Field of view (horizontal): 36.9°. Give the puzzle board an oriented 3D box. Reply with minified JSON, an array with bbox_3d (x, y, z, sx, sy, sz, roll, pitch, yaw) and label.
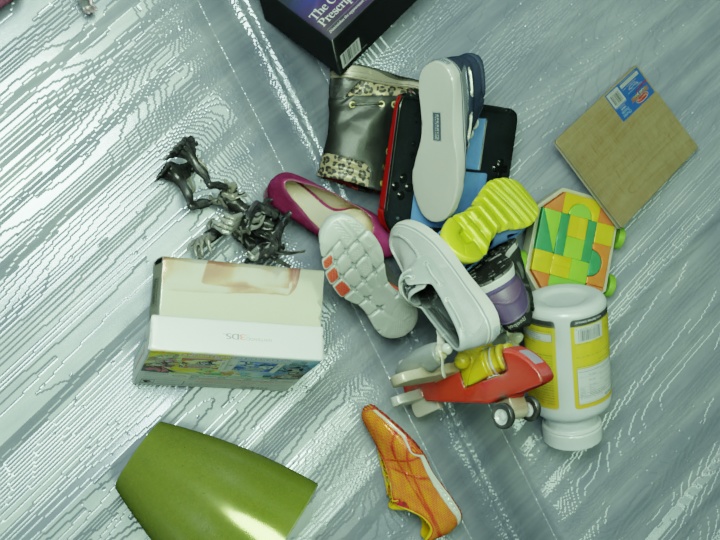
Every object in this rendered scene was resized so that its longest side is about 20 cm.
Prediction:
[{"bbox_3d":[0.372,-0.174,1.511,0.200,0.017,0.151,-42,95,-26],"label":"puzzle board"}]

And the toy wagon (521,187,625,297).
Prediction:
[{"bbox_3d":[0.283,-0.006,1.481,0.153,0.040,0.203,13,84,-16],"label":"toy wagon"}]

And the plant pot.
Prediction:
[{"bbox_3d":[-0.182,0.274,1.269,0.199,0.187,0.188,34,78,2],"label":"plant pot"}]

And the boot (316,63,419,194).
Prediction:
[{"bbox_3d":[0.040,-0.173,1.396,0.197,0.073,0.153,13,88,-23],"label":"boot"}]

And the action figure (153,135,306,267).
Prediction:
[{"bbox_3d":[-0.164,-0.063,1.308,0.200,0.119,0.102,43,47,-4],"label":"action figure"}]

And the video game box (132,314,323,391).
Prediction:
[{"bbox_3d":[-0.160,0.100,1.264,0.197,0.182,0.048,5,74,-17],"label":"video game box"}]

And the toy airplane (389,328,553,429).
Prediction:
[{"bbox_3d":[0.126,0.117,1.349,0.196,0.200,0.144,-3,91,-4],"label":"toy airplane"}]

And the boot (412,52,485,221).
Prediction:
[{"bbox_3d":[0.118,-0.165,1.337,0.090,0.072,0.203,-25,125,-48],"label":"boot"}]

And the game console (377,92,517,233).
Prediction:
[{"bbox_3d":[0.115,-0.129,1.394,0.198,0.031,0.180,2,105,-35],"label":"game console"}]

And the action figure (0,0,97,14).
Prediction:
[{"bbox_3d":[-0.393,-0.379,1.275,0.199,0.135,0.149,-30,54,-28],"label":"action figure"}]

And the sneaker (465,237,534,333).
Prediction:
[{"bbox_3d":[0.183,0.024,1.380,0.075,0.200,0.088,-28,100,16],"label":"sneaker"}]

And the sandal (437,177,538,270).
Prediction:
[{"bbox_3d":[0.152,-0.053,1.387,0.199,0.087,0.080,-30,78,-39],"label":"sandal"}]

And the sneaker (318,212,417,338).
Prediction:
[{"bbox_3d":[0.000,0.000,1.352,0.076,0.082,0.201,-30,124,2],"label":"sneaker"}]

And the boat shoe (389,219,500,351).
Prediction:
[{"bbox_3d":[0.083,0.019,1.287,0.068,0.072,0.201,-20,59,-28],"label":"boat shoe"}]

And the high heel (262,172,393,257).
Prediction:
[{"bbox_3d":[-0.026,-0.068,1.358,0.198,0.096,0.068,29,80,-14],"label":"high heel"}]

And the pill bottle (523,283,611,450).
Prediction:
[{"bbox_3d":[0.274,0.128,1.424,0.110,0.112,0.203,-12,109,-17],"label":"pill bottle"}]

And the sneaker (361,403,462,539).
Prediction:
[{"bbox_3d":[0.055,0.262,1.385,0.077,0.073,0.201,-33,95,-5],"label":"sneaker"}]

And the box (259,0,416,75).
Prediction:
[{"bbox_3d":[-0.012,-0.367,1.355,0.141,0.079,0.200,38,75,23],"label":"box"}]

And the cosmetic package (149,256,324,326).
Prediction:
[{"bbox_3d":[-0.152,0.036,1.312,0.197,0.103,0.089,6,85,-18],"label":"cosmetic package"}]
